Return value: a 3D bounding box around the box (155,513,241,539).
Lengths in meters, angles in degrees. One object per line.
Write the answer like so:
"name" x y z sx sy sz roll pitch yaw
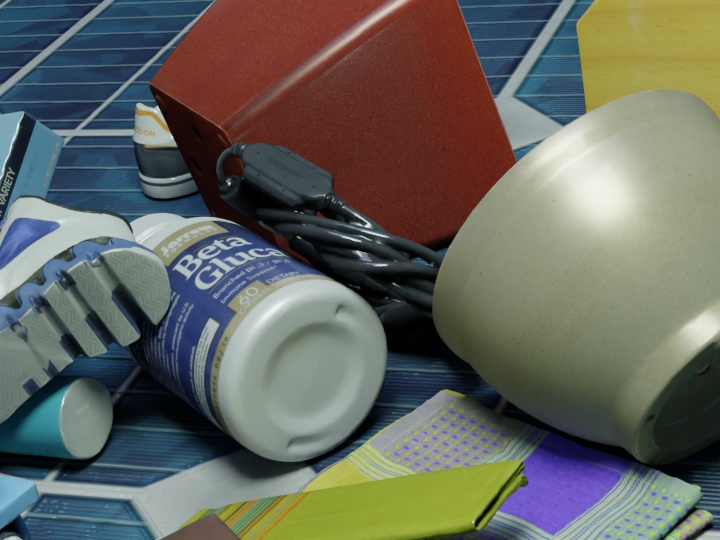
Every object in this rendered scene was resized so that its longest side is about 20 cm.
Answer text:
"box" -0.060 0.230 0.703 0.164 0.166 0.200 -26 31 -26

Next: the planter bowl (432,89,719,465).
"planter bowl" 0.158 0.021 1.027 0.200 0.200 0.135 -23 56 -23

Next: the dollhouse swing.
"dollhouse swing" 0.268 -0.132 1.236 0.176 0.200 0.182 11 34 37

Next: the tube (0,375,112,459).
"tube" -0.249 0.089 1.178 0.200 0.050 0.077 0 14 30

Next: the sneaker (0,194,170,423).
"sneaker" -0.212 0.021 1.133 0.199 0.081 0.115 -26 32 1

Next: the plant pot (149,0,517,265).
"plant pot" -0.029 -0.106 1.325 0.176 0.200 0.200 -34 33 -15

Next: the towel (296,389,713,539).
"towel" 0.070 0.126 1.010 0.144 0.023 0.200 -29 32 -32

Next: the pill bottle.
"pill bottle" -0.082 0.031 1.147 0.111 0.111 0.200 -25 31 -26

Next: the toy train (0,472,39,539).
"toy train" -0.269 0.121 1.041 0.200 0.114 0.087 9 34 34

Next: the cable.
"cable" 0.000 0.000 1.147 0.200 0.163 0.051 30 74 37

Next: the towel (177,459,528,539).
"towel" -0.017 0.133 0.967 0.200 0.018 0.086 -13 12 26

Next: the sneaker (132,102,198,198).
"sneaker" -0.090 -0.127 1.491 0.200 0.079 0.078 -25 30 -29

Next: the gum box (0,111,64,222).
"gum box" -0.303 -0.015 1.254 0.200 0.045 0.170 -3 63 38
